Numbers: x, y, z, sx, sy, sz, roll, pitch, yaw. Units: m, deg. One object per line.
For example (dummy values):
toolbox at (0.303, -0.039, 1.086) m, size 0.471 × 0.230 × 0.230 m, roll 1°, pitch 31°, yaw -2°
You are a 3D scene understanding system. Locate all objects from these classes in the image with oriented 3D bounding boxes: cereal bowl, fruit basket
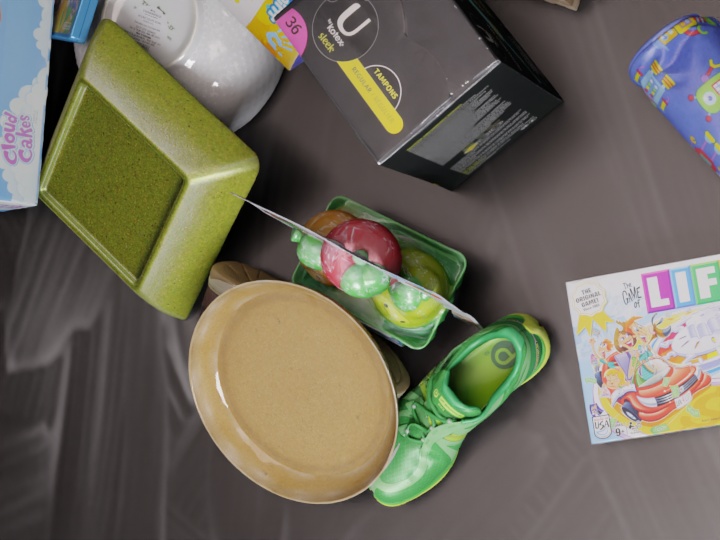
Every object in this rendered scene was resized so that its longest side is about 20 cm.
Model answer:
cereal bowl at (-0.167, -0.212, 1.688) m, size 0.200 × 0.083 × 0.201 m, roll -2°, pitch 85°, yaw 18°
fruit basket at (0.000, 0.000, 1.551) m, size 0.185 × 0.200 × 0.094 m, roll 26°, pitch 94°, yaw 18°

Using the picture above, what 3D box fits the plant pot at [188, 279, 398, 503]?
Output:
plant pot at (-0.052, 0.097, 1.592) m, size 0.200 × 0.027 × 0.200 m, roll 13°, pitch 117°, yaw 26°

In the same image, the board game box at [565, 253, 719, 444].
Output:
board game box at (0.273, 0.058, 1.537) m, size 0.200 × 0.034 × 0.135 m, roll -11°, pitch 82°, yaw 18°

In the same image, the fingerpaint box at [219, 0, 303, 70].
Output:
fingerpaint box at (-0.059, -0.290, 1.567) m, size 0.167 × 0.073 × 0.200 m, roll 45°, pitch 143°, yaw 7°

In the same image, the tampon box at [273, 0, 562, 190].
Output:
tampon box at (0.049, -0.166, 1.545) m, size 0.126 × 0.200 × 0.150 m, roll -39°, pitch 74°, yaw 13°

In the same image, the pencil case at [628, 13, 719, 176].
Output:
pencil case at (0.303, -0.116, 1.516) m, size 0.087 × 0.078 × 0.200 m, roll -44°, pitch 74°, yaw 12°

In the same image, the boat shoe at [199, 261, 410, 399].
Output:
boat shoe at (-0.050, 0.064, 1.637) m, size 0.200 × 0.072 × 0.065 m, roll 31°, pitch 116°, yaw 13°

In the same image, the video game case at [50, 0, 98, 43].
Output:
video game case at (-0.242, -0.302, 1.706) m, size 0.143 × 0.018 × 0.200 m, roll 21°, pitch 94°, yaw 64°

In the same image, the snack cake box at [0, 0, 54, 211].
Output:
snack cake box at (-0.325, -0.156, 1.716) m, size 0.115 × 0.067 × 0.200 m, roll -1°, pitch 84°, yaw 63°

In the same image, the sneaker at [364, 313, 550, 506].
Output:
sneaker at (0.069, 0.109, 1.579) m, size 0.074 × 0.084 × 0.200 m, roll 44°, pitch 101°, yaw 16°

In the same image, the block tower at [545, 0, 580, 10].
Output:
block tower at (0.102, -0.274, 1.611) m, size 0.200 × 0.058 × 0.054 m, roll 21°, pitch 92°, yaw 21°

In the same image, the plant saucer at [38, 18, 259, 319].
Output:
plant saucer at (-0.200, -0.080, 1.659) m, size 0.200 × 0.048 × 0.200 m, roll 43°, pitch 129°, yaw 17°
